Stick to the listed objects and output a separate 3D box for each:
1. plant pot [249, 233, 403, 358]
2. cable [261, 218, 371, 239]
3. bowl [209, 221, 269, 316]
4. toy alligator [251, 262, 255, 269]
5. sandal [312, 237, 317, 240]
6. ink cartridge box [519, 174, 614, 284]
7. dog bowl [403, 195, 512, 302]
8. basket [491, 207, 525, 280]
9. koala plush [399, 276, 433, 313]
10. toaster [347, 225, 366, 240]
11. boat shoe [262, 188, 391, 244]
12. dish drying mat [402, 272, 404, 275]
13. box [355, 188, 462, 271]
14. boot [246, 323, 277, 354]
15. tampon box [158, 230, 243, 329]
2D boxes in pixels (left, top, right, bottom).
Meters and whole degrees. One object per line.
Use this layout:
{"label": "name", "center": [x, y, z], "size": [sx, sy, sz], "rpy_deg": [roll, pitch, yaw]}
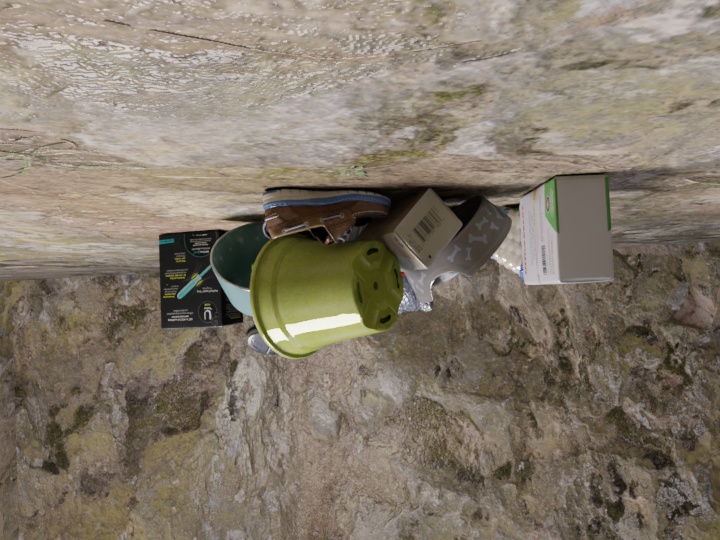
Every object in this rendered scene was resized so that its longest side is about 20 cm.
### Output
{"label": "plant pot", "center": [-0.039, 0.032, 0.989], "size": [0.180, 0.207, 0.198], "rpy_deg": [-7, 176, 38]}
{"label": "cable", "center": [-0.072, -0.081, 1.080], "size": [0.160, 0.053, 0.198], "rpy_deg": [-4, 177, 37]}
{"label": "bowl", "center": [-0.179, 0.011, 1.204], "size": [0.194, 0.107, 0.204], "rpy_deg": [3, -141, -2]}
{"label": "toy alligator", "center": [-0.099, -0.030, 1.132], "size": [0.194, 0.061, 0.055], "rpy_deg": [-9, -140, -16]}
{"label": "sandal", "center": [-0.065, -0.072, 1.307], "size": [0.054, 0.083, 0.200], "rpy_deg": [31, -166, 6]}
{"label": "ink cartridge box", "center": [0.309, -0.055, 0.981], "size": [0.081, 0.150, 0.200], "rpy_deg": [-3, 178, 0]}
{"label": "dog bowl", "center": [0.149, -0.040, 1.034], "size": [0.199, 0.059, 0.201], "rpy_deg": [-42, -169, 10]}
{"label": "basket", "center": [0.347, -0.043, 1.204], "size": [0.197, 0.143, 0.175], "rpy_deg": [27, -168, 25]}
{"label": "koala plush", "center": [0.112, 0.000, 1.497], "size": [0.180, 0.207, 0.175], "rpy_deg": [-1, 178, -37]}
{"label": "toaster", "center": [0.000, 0.000, 1.229], "size": [0.111, 0.132, 0.200], "rpy_deg": [26, 140, -12]}
{"label": "boat shoe", "center": [-0.046, -0.075, 0.924], "size": [0.194, 0.075, 0.072], "rpy_deg": [-2, 178, -22]}
{"label": "dish drying mat", "center": [0.152, -0.032, 1.206], "size": [0.196, 0.019, 0.077], "rpy_deg": [-23, 175, -30]}
{"label": "box", "center": [0.069, -0.057, 1.019], "size": [0.095, 0.078, 0.199], "rpy_deg": [-49, -168, -15]}
{"label": "boot", "center": [-0.145, 0.079, 1.267], "size": [0.198, 0.156, 0.074], "rpy_deg": [-5, 139, -28]}
{"label": "tampon box", "center": [-0.352, 0.022, 1.419], "size": [0.145, 0.207, 0.126], "rpy_deg": [-3, 178, 11]}
